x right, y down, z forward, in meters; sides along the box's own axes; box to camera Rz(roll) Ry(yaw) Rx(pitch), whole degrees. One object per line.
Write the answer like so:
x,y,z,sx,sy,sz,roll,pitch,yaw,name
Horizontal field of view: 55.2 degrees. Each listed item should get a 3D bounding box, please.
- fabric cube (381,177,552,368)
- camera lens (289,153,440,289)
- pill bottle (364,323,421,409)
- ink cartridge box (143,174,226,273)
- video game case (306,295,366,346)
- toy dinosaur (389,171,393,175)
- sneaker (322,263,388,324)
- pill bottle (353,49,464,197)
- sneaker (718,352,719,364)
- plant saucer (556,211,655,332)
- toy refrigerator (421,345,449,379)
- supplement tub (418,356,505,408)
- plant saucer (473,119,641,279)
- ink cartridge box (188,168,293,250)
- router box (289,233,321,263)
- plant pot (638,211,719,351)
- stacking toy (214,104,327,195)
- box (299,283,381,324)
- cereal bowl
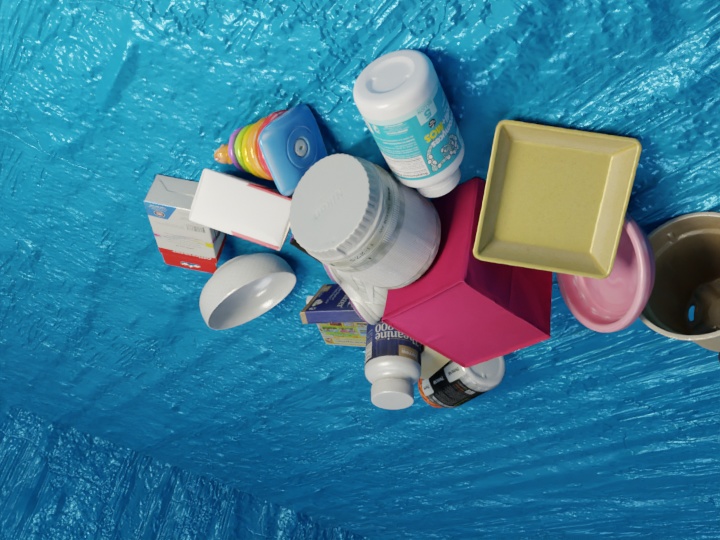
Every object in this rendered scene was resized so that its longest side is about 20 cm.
0.178,0.010,1.126,0.200,0.200,0.196,31,144,-25,fabric cube
0.013,-0.068,1.022,0.159,0.161,0.200,-13,157,34,camera lens
0.065,0.164,1.357,0.110,0.201,0.111,2,146,1,pill bottle
-0.319,-0.081,1.285,0.115,0.068,0.200,12,147,3,ink cartridge box
-0.002,0.115,1.511,0.199,0.023,0.182,2,145,15,video game case
-0.039,-0.144,1.115,0.199,0.048,0.088,-1,151,26,toy dinosaur
0.000,0.000,1.209,0.099,0.075,0.200,-33,119,7,sneaker
0.076,-0.190,0.941,0.110,0.111,0.200,-5,144,25,pill bottle
0.754,0.136,1.254,0.082,0.072,0.200,7,157,-38,sneaker
0.377,-0.008,1.054,0.051,0.201,0.201,-7,153,-21,plant saucer
0.148,0.157,1.423,0.070,0.076,0.200,14,151,-10,toy refrigerator
0.215,0.227,1.508,0.122,0.123,0.200,23,145,-15,supplement tub
0.274,-0.103,0.984,0.199,0.048,0.201,9,106,3,plant saucer
-0.178,-0.099,1.098,0.147,0.086,0.200,18,-177,-5,ink cartridge box
-0.007,-0.043,1.245,0.200,0.051,0.149,33,144,-27,router box
0.545,0.039,1.069,0.200,0.202,0.183,-15,148,37,plant pot
-0.158,-0.186,1.060,0.199,0.116,0.110,6,129,41,stacking toy
-0.005,0.062,1.343,0.199,0.121,0.033,-2,115,23,box
-0.229,0.028,1.351,0.199,0.084,0.200,-29,163,-9,cereal bowl
